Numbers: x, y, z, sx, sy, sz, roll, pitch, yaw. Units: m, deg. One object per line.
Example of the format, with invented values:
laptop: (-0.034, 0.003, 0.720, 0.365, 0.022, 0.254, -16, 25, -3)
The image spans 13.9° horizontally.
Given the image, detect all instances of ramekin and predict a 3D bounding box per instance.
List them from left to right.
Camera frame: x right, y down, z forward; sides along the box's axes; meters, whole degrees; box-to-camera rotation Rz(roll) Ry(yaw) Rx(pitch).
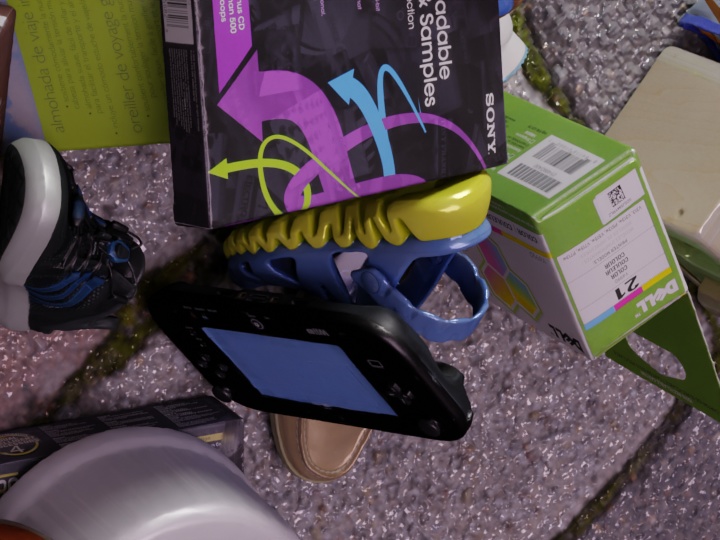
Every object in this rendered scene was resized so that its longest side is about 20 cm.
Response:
ramekin: (-0.113, 0.195, 1.601, 0.199, 0.098, 0.202, -11, 112, -29)

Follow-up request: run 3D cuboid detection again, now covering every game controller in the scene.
game controller: (-0.029, 0.048, 1.602, 0.104, 0.199, 0.042, 40, 66, -39)

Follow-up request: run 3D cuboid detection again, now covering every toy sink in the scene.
toy sink: (0.250, -0.025, 1.783, 0.200, 0.130, 0.112, 37, 86, -35)

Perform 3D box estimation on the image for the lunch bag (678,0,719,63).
lunch bag: (0.311, -0.163, 1.731, 0.124, 0.200, 0.170, 41, 85, -34)

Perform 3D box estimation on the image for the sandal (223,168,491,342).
sandal: (0.000, 0.000, 1.601, 0.079, 0.199, 0.088, -26, 103, -37)

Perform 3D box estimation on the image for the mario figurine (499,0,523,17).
mario figurine: (-0.015, -0.130, 1.572, 0.200, 0.106, 0.124, -33, 75, -23)

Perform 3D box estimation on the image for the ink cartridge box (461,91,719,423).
ink cartridge box: (0.124, 0.011, 1.707, 0.076, 0.148, 0.201, -33, 120, -17)

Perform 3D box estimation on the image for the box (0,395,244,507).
box: (-0.161, 0.166, 1.651, 0.199, 0.049, 0.162, -10, 113, -28)

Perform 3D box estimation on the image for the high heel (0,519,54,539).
high heel: (-0.221, 0.176, 1.540, 0.067, 0.199, 0.097, -8, 107, -53)

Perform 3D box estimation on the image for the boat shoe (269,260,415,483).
boat shoe: (0.000, 0.031, 1.691, 0.072, 0.065, 0.201, 9, 101, -32)

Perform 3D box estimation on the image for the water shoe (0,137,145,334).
water shoe: (-0.148, -0.018, 1.518, 0.078, 0.200, 0.072, 6, 75, -7)

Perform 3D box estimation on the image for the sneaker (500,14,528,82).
sneaker: (-0.003, -0.103, 1.647, 0.200, 0.076, 0.081, -37, 112, -22)

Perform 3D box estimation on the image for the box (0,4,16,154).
box: (-0.235, -0.038, 1.479, 0.099, 0.075, 0.201, 9, 115, 1)

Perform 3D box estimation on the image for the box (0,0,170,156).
box: (-0.169, -0.121, 1.496, 0.048, 0.199, 0.123, -58, 140, -58)

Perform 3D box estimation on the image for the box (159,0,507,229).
box: (-0.011, -0.108, 1.481, 0.199, 0.036, 0.144, -14, 106, -39)
